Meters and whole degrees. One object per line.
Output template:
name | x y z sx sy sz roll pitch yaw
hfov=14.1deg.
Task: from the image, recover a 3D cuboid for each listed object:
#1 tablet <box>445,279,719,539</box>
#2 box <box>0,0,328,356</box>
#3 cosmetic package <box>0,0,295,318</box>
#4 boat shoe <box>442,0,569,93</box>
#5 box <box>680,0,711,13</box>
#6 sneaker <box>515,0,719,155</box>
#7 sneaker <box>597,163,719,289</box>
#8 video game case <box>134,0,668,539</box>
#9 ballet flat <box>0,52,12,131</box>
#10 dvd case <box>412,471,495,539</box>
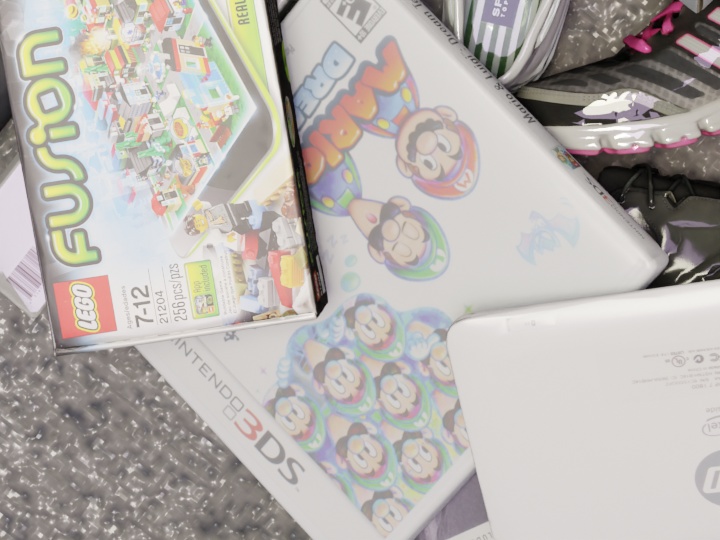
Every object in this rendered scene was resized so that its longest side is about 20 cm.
tablet | 0.142 0.061 1.147 0.199 0.014 0.131 -8 120 12
box | -0.083 -0.073 1.151 0.109 0.035 0.201 -9 98 7
cosmetic package | -0.087 -0.077 1.210 0.051 0.083 0.200 39 100 -1
boat shoe | 0.073 -0.169 1.189 0.073 0.067 0.201 5 100 3
box | 0.134 -0.217 1.089 0.156 0.041 0.200 42 78 17
sneaker | 0.150 -0.106 1.194 0.199 0.074 0.088 -18 99 2
sneaker | 0.139 -0.007 1.212 0.199 0.076 0.091 -18 95 6
video game case | 0.000 0.000 1.197 0.182 0.024 0.200 46 116 11
ballet flat | -0.141 -0.132 1.212 0.073 0.073 0.201 7 98 3
dvd case | 0.018 0.032 1.217 0.148 0.016 0.201 -26 90 28
